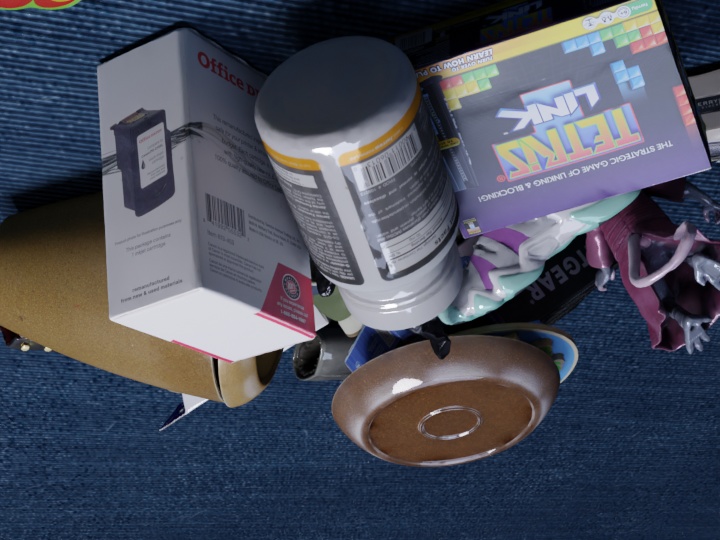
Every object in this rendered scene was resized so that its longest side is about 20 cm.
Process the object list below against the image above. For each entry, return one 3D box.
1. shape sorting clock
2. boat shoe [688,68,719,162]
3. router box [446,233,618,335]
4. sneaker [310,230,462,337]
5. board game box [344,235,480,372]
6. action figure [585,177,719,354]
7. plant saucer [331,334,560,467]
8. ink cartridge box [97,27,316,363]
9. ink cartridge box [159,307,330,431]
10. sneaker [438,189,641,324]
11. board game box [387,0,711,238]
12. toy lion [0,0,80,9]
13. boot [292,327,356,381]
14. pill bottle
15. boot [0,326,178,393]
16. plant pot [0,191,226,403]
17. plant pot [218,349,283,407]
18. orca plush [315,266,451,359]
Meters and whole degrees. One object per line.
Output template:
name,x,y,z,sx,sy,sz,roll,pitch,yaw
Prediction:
shape sorting clock,0.096,0.100,1.410,0.199,0.039,0.200,-13,156,-6
boat shoe,0.306,-0.125,1.309,0.199,0.075,0.093,-4,165,10
router box,0.162,0.031,1.507,0.200,0.051,0.149,-33,169,-35
sneaker,0.020,-0.031,1.414,0.090,0.067,0.200,38,117,-14
board game box,0.086,0.016,1.434,0.199,0.043,0.200,-37,172,-16
action figure,0.230,-0.025,1.350,0.149,0.200,0.134,24,116,-44
plant saucer,0.076,0.120,1.371,0.199,0.032,0.201,-6,145,-4
ink cartridge box,-0.110,-0.051,1.151,0.084,0.201,0.145,-17,156,27
ink cartridge box,-0.113,0.081,1.551,0.200,0.037,0.095,-35,-175,10
sneaker,0.113,-0.060,1.300,0.200,0.140,0.078,-39,180,-2
board game box,0.139,-0.122,1.174,0.199,0.057,0.166,-16,128,17
toy lion,-0.195,-0.216,0.922,0.191,0.069,0.200,-4,158,-29
boot,0.046,0.076,1.697,0.199,0.073,0.182,9,150,-22
pill bottle,0.006,-0.057,1.140,0.116,0.117,0.200,-12,134,9
boot,-0.236,0.056,1.447,0.150,0.074,0.200,10,-170,-28
plant pot,-0.198,0.006,1.322,0.199,0.187,0.187,5,158,7
plant pot,-0.079,0.015,1.321,0.027,0.201,0.200,8,159,7
orca plush,0.000,0.000,1.298,0.071,0.200,0.105,-49,163,27
